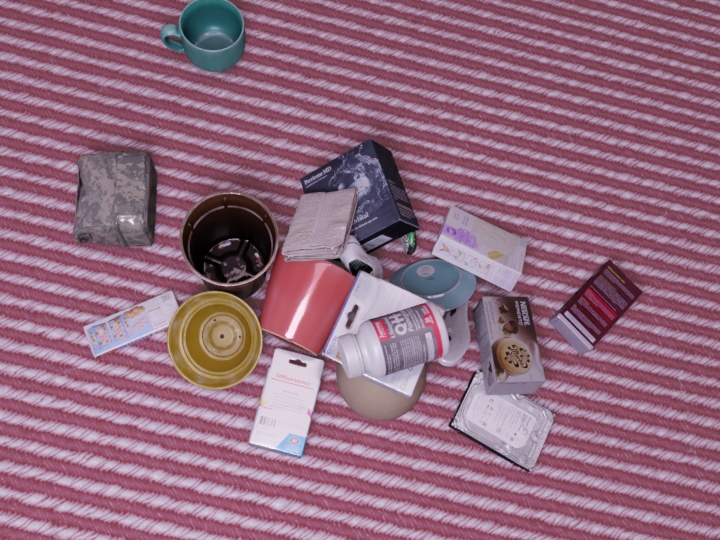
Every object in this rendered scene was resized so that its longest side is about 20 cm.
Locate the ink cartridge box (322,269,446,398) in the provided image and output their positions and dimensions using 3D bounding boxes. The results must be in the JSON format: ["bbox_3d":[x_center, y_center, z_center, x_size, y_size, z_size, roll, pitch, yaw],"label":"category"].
[{"bbox_3d":[0.048,0.127,1.492,0.198,0.041,0.201,25,71,2],"label":"ink cartridge box"}]

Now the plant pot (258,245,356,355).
[{"bbox_3d":[-0.118,0.070,1.563,0.198,0.201,0.179,24,79,1],"label":"plant pot"}]

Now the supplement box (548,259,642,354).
[{"bbox_3d":[0.540,0.083,1.699,0.200,0.061,0.109,-42,82,-16],"label":"supplement box"}]

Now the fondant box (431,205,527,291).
[{"bbox_3d":[0.272,-0.052,1.678,0.198,0.059,0.145,25,36,2],"label":"fondant box"}]

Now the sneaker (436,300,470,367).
[{"bbox_3d":[0.192,0.145,1.602,0.072,0.113,0.202,15,50,0],"label":"sneaker"}]

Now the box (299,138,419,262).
[{"bbox_3d":[-0.004,-0.148,1.634,0.195,0.117,0.202,-26,73,22],"label":"box"}]

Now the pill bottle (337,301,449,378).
[{"bbox_3d":[0.060,0.138,1.410,0.197,0.111,0.112,-16,74,-11],"label":"pill bottle"}]

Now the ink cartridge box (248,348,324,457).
[{"bbox_3d":[-0.152,0.277,1.545,0.114,0.068,0.202,15,71,-2],"label":"ink cartridge box"}]

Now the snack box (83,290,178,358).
[{"bbox_3d":[-0.483,0.115,1.581,0.198,0.024,0.073,-23,77,-14],"label":"snack box"}]

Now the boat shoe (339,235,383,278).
[{"bbox_3d":[0.000,0.000,1.592,0.073,0.200,0.067,-28,58,13],"label":"boat shoe"}]

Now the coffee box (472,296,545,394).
[{"bbox_3d":[0.321,0.162,1.615,0.111,0.080,0.202,1,61,-9],"label":"coffee box"}]

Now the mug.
[{"bbox_3d":[-0.366,-0.562,1.771,0.183,0.115,0.153,25,71,2],"label":"mug"}]

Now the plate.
[{"bbox_3d":[0.155,0.024,1.627,0.197,0.026,0.201,-8,36,5],"label":"plate"}]

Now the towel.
[{"bbox_3d":[-0.081,-0.097,1.515,0.131,0.035,0.202,-4,44,16],"label":"towel"}]

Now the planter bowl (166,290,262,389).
[{"bbox_3d":[-0.297,0.142,1.550,0.197,0.083,0.204,0,91,2],"label":"planter bowl"}]

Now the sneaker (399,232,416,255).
[{"bbox_3d":[0.066,-0.116,1.707,0.084,0.078,0.201,-28,68,-8],"label":"sneaker"}]

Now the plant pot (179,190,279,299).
[{"bbox_3d":[-0.273,-0.036,1.565,0.197,0.198,0.203,2,72,-7],"label":"plant pot"}]

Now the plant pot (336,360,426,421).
[{"bbox_3d":[0.052,0.206,1.560,0.197,0.135,0.203,2,71,-7],"label":"plant pot"}]

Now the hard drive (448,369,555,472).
[{"bbox_3d":[0.308,0.325,1.604,0.198,0.038,0.141,30,71,3],"label":"hard drive"}]

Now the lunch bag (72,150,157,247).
[{"bbox_3d":[-0.534,-0.156,1.603,0.165,0.140,0.203,0,71,-8],"label":"lunch bag"}]
